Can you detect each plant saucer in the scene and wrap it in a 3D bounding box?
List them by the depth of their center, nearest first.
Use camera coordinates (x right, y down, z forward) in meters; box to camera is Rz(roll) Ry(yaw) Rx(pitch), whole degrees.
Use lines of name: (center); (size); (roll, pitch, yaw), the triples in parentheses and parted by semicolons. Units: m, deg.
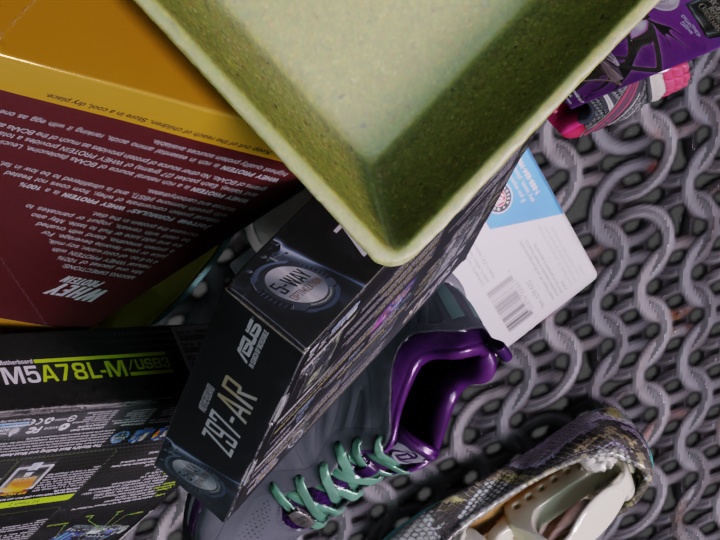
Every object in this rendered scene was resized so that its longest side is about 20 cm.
plant saucer: (0.010, -0.140, 0.844); (0.200, 0.048, 0.200); (-45, 107, -6)

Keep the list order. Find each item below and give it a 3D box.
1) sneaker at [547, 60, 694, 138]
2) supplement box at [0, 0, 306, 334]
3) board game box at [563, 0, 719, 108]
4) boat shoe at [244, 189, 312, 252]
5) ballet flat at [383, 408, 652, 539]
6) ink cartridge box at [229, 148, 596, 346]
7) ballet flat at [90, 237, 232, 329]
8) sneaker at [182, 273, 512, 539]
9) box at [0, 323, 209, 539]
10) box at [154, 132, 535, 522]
sneaker: (0.117, -0.130, 1.096); (0.074, 0.081, 0.200); (-33, 148, -4)
supplement box: (-0.147, -0.078, 0.897); (0.199, 0.134, 0.196); (-31, 152, 35)
board game box: (0.074, -0.164, 0.919); (0.200, 0.120, 0.032); (48, 47, -18)
boat shoe: (0.018, -0.083, 1.102); (0.201, 0.073, 0.062); (-54, 163, 6)
ballet flat: (0.087, 0.153, 1.280); (0.199, 0.072, 0.072); (-33, 129, -7)
ink cartridge box: (0.013, 0.012, 1.161); (0.199, 0.067, 0.116); (-37, 130, -4)
ballet flat: (-0.132, 0.012, 1.084); (0.067, 0.067, 0.200); (33, 101, -32)
sneaker: (-0.011, 0.088, 1.094); (0.074, 0.088, 0.200); (32, 101, -39)
box: (-0.167, 0.096, 1.030); (0.199, 0.048, 0.193); (-2, 150, -46)
box: (0.000, 0.000, 0.968); (0.200, 0.043, 0.161); (-47, 170, -33)
